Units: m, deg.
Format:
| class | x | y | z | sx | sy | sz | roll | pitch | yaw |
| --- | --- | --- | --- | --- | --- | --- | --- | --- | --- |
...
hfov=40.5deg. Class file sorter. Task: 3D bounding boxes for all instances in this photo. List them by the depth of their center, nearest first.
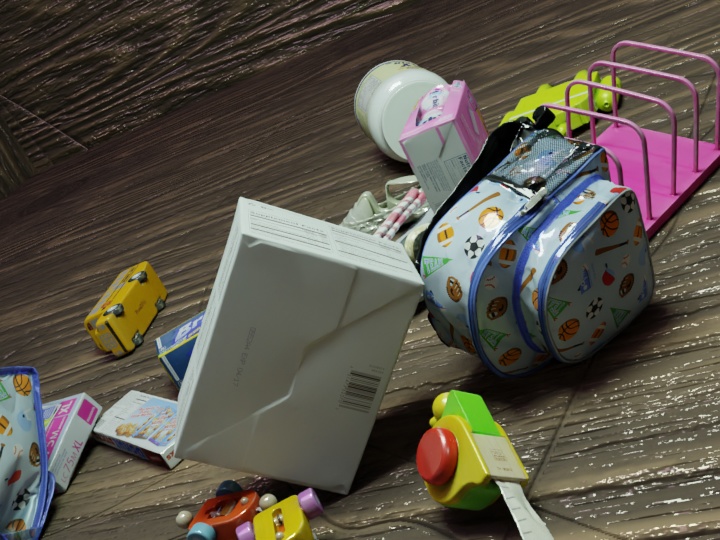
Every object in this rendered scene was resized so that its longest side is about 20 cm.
| class | x | y | z | sx | sy | sz | roll | pitch | yaw |
| --- | --- | --- | --- | --- | --- | --- | --- | --- | --- |
| file sorter | 0.265 | -0.133 | 1.006 | 0.139 | 0.126 | 0.200 | 22 | 51 | 40 |

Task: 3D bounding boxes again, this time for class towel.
| class | x | y | z | sx | sy | sz | roll | pitch | yaw |
| --- | --- | --- | --- | --- | --- | --- | --- | --- | --- |
| towel | 0.000 | 0.000 | 1.132 | 0.200 | 0.030 | 0.146 | -52 | 1 | -42 |

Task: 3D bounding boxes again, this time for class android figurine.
| class | x | y | z | sx | sy | sz | roll | pitch | yaw |
| --- | --- | --- | --- | --- | --- | --- | --- | --- | --- |
| android figurine | 0.277 | -0.226 | 1.379 | 0.181 | 0.041 | 0.200 | -17 | 23 | 27 |

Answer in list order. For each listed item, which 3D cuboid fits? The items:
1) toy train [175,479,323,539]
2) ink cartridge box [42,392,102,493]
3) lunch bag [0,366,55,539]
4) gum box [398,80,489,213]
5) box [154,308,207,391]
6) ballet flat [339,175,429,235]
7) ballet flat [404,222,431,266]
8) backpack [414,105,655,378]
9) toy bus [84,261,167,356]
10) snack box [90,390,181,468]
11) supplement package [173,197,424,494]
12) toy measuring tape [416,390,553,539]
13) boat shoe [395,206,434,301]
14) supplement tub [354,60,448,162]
| class | x | y | z | sx | sy | sz | roll | pitch | yaw |
| --- | --- | --- | --- | --- | --- | --- | --- | --- | --- |
| toy train | -0.099 | 0.237 | 0.757 | 0.150 | 0.056 | 0.200 | -20 | 19 | 24 |
| ink cartridge box | -0.411 | 0.221 | 1.166 | 0.199 | 0.042 | 0.120 | -19 | 37 | 29 |
| lunch bag | -0.427 | 0.216 | 1.049 | 0.169 | 0.201 | 0.124 | -18 | -14 | 25 |
| gum box | 0.115 | -0.097 | 1.051 | 0.066 | 0.200 | 0.114 | -19 | 24 | 22 |
| box | -0.149 | 0.069 | 1.192 | 0.200 | 0.064 | 0.070 | -31 | 21 | -7 |
| ballet flat | 0.039 | -0.088 | 1.323 | 0.199 | 0.072 | 0.072 | -20 | 22 | 22 |
| ballet flat | 0.106 | -0.007 | 0.934 | 0.057 | 0.067 | 0.200 | 18 | 4 | 44 |
| backpack | 0.149 | -0.002 | 0.839 | 0.190 | 0.200 | 0.154 | -36 | 35 | -12 |
| toy bus | -0.354 | 0.059 | 1.471 | 0.078 | 0.065 | 0.200 | -22 | 22 | 17 |
| snack box | -0.240 | 0.177 | 1.108 | 0.072 | 0.024 | 0.200 | -41 | 24 | -29 |
| supplement package | -0.057 | 0.063 | 0.831 | 0.111 | 0.155 | 0.201 | -112 | 39 | -69 |
| toy measuring tape | 0.087 | 0.164 | 0.695 | 0.073 | 0.074 | 0.200 | -27 | 38 | 2 |
| boat shoe | 0.077 | -0.019 | 1.132 | 0.200 | 0.074 | 0.067 | -47 | 0 | -39 |
| supplement tub | 0.074 | -0.252 | 1.550 | 0.145 | 0.145 | 0.200 | -28 | 21 | -1 |
